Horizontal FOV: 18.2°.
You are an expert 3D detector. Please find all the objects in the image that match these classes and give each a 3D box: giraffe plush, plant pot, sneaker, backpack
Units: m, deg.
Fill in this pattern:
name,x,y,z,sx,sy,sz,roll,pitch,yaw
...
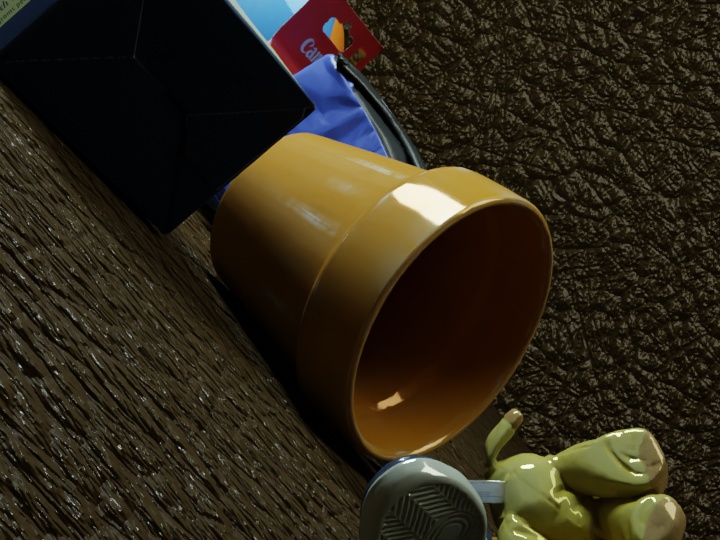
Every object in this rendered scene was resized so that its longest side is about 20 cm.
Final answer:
name,x,y,z,sx,sy,sz,roll,pitch,yaw
giraffe plush,0.166,0.220,1.842,0.199,0.173,0.162,16,-20,16
plant pot,0.000,0.000,1.550,0.183,0.201,0.200,33,-7,33
sneaker,0.029,0.139,1.244,0.085,0.075,0.200,54,-5,32
backpack,-0.014,-0.037,1.788,0.201,0.167,0.162,57,7,16

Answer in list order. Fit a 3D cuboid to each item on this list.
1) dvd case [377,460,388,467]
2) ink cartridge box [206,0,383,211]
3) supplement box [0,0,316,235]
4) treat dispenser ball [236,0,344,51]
name,x,y,z,sx,sy,sz,roll,pitch,yaw
dvd case,0.084,0.215,1.646,0.200,0.016,0.149,51,2,21
ink cartridge box,-0.062,-0.131,1.878,0.050,0.200,0.161,49,3,22
supplement box,-0.164,-0.171,1.466,0.200,0.134,0.200,48,4,-44
treat dispenser ball,-0.114,-0.205,1.992,0.201,0.201,0.201,50,3,-4
